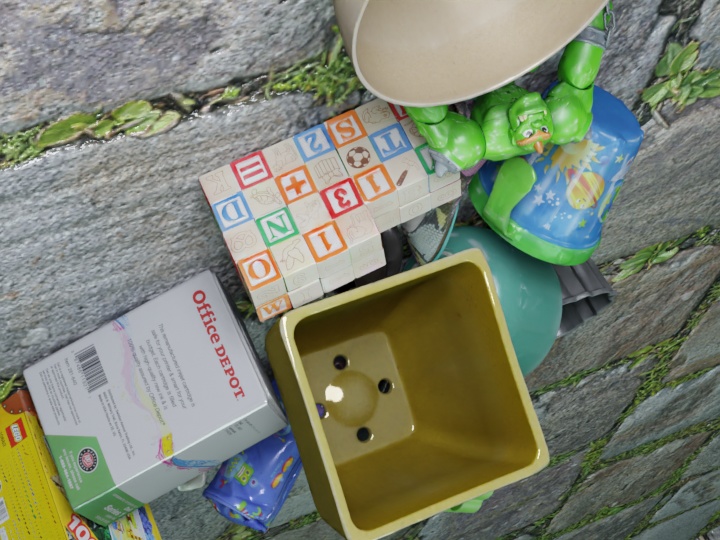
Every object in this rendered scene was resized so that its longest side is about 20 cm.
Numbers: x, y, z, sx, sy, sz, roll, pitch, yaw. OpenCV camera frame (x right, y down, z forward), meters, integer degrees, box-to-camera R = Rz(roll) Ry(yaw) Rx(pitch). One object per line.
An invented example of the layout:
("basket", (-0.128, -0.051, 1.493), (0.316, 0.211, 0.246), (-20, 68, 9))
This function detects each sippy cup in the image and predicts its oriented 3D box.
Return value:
("sippy cup", (0.184, -0.097, 1.230), (0.138, 0.179, 0.131), (23, 124, -10))

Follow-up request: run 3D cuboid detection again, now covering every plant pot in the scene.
("plant pot", (0.018, 0.111, 1.210), (0.192, 0.198, 0.200), (-18, 180, -19))
("plant pot", (0.057, -0.221, 0.860), (0.198, 0.135, 0.201), (-23, 154, -12))

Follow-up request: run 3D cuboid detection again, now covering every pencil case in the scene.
("pencil case", (-0.082, 0.176, 1.422), (0.078, 0.086, 0.201), (42, 77, -44))

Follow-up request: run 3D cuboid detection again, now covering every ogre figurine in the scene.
("ogre figurine", (0.114, -0.147, 1.065), (0.198, 0.122, 0.098), (-18, -170, -36))

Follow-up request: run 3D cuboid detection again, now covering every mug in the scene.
("mug", (0.098, 0.042, 1.361), (0.185, 0.153, 0.114), (-41, 147, 27))

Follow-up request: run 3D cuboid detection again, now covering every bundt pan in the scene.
("bundt pan", (0.177, 0.037, 1.492), (0.200, 0.077, 0.202), (-23, 166, -6))

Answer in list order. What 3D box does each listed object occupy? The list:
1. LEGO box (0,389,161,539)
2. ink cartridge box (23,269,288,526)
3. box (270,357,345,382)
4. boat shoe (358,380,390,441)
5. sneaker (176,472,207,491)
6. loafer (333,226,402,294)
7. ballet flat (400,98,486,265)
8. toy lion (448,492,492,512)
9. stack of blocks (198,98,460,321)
("LEGO box", (-0.272, 0.227, 1.285), (0.077, 0.202, 0.149), (-34, 154, 17))
("ink cartridge box", (-0.184, 0.115, 1.229), (0.198, 0.146, 0.084), (-28, 155, 1))
("box", (-0.056, 0.151, 1.541), (0.198, 0.038, 0.137), (-25, 154, -6))
("boat shoe", (0.002, 0.151, 1.484), (0.060, 0.074, 0.201), (20, 131, -7))
("sneaker", (-0.163, 0.150, 1.389), (0.076, 0.081, 0.201), (-11, 148, -27))
("loafer", (0.000, 0.000, 1.299), (0.070, 0.074, 0.201), (-13, 147, -6))
("ballet flat", (0.067, -0.085, 1.213), (0.070, 0.070, 0.201), (7, 137, -22))
("toy lion", (0.093, 0.197, 1.577), (0.068, 0.194, 0.200), (10, 141, -32))
("stack of blocks", (-0.018, -0.057, 1.111), (0.198, 0.116, 0.059), (-25, 155, -7))
